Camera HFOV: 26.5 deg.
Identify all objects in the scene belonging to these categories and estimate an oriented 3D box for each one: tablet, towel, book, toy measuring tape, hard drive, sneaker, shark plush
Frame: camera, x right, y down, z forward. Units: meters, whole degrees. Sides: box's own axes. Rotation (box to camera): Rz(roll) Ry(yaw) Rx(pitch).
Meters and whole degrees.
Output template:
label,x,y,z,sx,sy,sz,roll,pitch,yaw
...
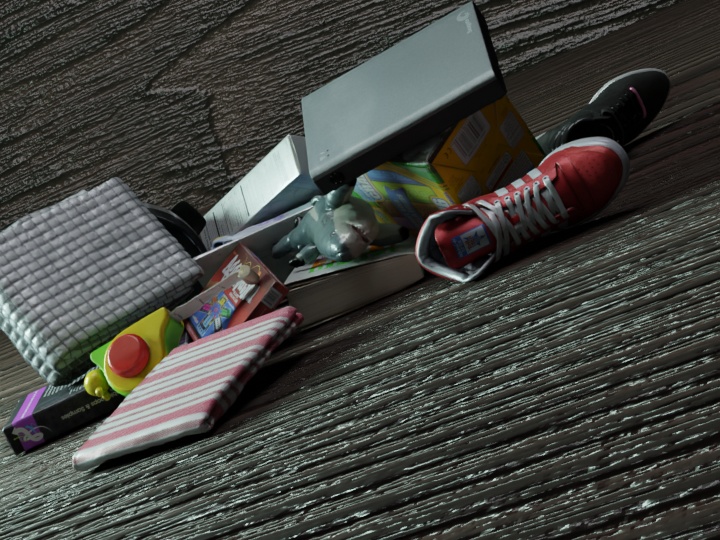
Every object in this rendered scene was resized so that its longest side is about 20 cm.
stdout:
label,x,y,z,sx,sy,sz,roll,pitch,yaw
tablet,-0.073,-0.014,1.648,0.199,0.014,0.130,-23,-36,5
towel,-0.142,0.103,1.306,0.146,0.030,0.200,-21,17,31
towel,-0.287,0.010,1.584,0.200,0.166,0.086,-33,-22,-32
book,0.000,0.000,1.539,0.133,0.048,0.200,-18,8,5
toy measuring tape,-0.175,0.071,1.444,0.200,0.074,0.074,-30,7,10
hard drive,0.039,-0.166,1.462,0.200,0.033,0.140,-28,37,15
sneaker,0.276,-0.158,1.650,0.200,0.071,0.099,-33,12,-16
sneaker,0.136,-0.049,1.336,0.200,0.071,0.112,-28,1,36
shark plush,-0.046,-0.038,1.514,0.200,0.091,0.083,4,51,52

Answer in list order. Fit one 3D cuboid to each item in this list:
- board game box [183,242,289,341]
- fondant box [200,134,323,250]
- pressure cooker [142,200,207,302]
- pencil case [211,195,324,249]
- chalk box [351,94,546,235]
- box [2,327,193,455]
label,x,y,z,sx,sy,sz,roll,pitch,yaw
board game box,-0.127,0.034,1.506,0.103,0.019,0.200,-51,18,0
fondant box,-0.080,-0.079,1.829,0.144,0.058,0.200,4,-31,-41
pressure cooker,-0.260,0.010,1.772,0.175,0.179,0.200,-5,6,-8
pencil case,-0.072,-0.033,1.763,0.199,0.091,0.083,-21,33,8
chalk box,0.057,-0.117,1.527,0.200,0.124,0.125,10,59,48
box,-0.259,0.117,1.557,0.200,0.036,0.143,-26,9,-2
